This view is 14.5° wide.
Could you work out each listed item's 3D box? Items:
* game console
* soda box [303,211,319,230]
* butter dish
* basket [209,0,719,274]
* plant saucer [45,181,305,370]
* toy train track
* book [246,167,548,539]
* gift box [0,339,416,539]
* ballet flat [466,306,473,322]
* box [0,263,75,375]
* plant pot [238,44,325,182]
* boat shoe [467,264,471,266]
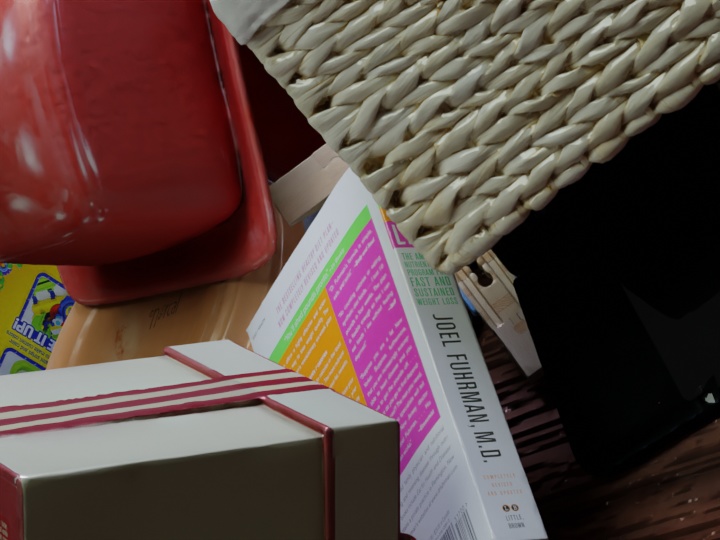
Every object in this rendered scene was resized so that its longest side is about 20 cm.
[{"bbox_3d":[0.166,-0.030,1.235,0.200,0.117,0.176,-35,4,32],"label":"game console"},{"bbox_3d":[-0.086,0.035,1.507,0.068,0.063,0.201,-22,42,49],"label":"soda box"},{"bbox_3d":[-0.154,-0.079,1.346,0.199,0.147,0.201,-12,90,52],"label":"butter dish"},{"bbox_3d":[0.077,-0.134,1.201,0.198,0.161,0.200,-36,5,28],"label":"basket"},{"bbox_3d":[-0.101,0.039,1.399,0.200,0.032,0.201,-37,37,34],"label":"plant saucer"},{"bbox_3d":[0.033,-0.027,1.332,0.115,0.033,0.200,-36,66,-3],"label":"toy train track"},{"bbox_3d":[0.015,0.067,1.220,0.134,0.048,0.201,118,143,-47],"label":"book"},{"bbox_3d":[-0.082,0.141,1.174,0.184,0.186,0.201,30,123,58],"label":"gift box"},{"bbox_3d":[-0.023,0.077,1.353,0.200,0.075,0.068,-58,26,-5],"label":"ballet flat"},{"bbox_3d":[-0.237,0.092,1.622,0.200,0.122,0.193,-12,51,53],"label":"box"},{"bbox_3d":[0.015,-0.159,1.442,0.200,0.200,0.178,-38,22,30],"label":"plant pot"},{"bbox_3d":[0.000,0.000,1.410,0.200,0.067,0.057,-50,33,17],"label":"boat shoe"}]
